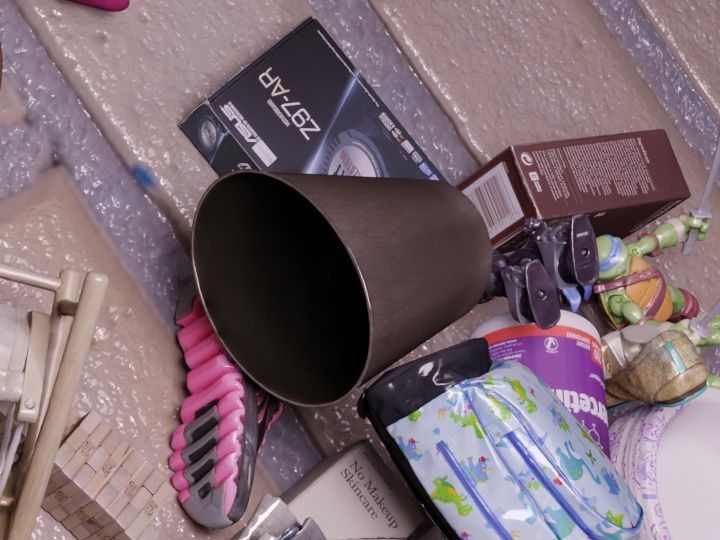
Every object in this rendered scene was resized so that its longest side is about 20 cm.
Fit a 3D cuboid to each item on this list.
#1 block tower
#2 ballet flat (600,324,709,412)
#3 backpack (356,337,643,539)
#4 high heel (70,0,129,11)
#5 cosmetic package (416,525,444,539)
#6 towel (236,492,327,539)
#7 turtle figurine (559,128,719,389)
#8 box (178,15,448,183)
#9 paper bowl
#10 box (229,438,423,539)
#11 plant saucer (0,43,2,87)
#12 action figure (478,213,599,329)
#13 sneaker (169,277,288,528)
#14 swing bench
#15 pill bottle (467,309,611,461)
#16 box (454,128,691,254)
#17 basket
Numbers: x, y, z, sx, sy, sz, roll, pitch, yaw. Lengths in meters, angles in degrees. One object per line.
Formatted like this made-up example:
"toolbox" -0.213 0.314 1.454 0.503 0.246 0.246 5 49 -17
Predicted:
"block tower" -0.214 0.111 1.290 0.200 0.054 0.058 47 48 -9
"ballet flat" 0.224 0.078 1.555 0.070 0.200 0.071 1 84 -13
"backpack" 0.103 0.144 1.319 0.163 0.153 0.202 2 67 -79
"high heel" -0.270 -0.218 1.439 0.199 0.067 0.097 26 81 -29
"cosmetic package" 0.107 0.283 1.388 0.200 0.090 0.107 48 12 -20
"towel" -0.060 0.271 1.243 0.201 0.034 0.193 -61 142 -24
"turtle figurine" 0.287 0.024 1.636 0.194 0.199 0.144 52 7 -46
"box" -0.030 -0.088 1.548 0.200 0.043 0.160 51 47 -5
"paper bowl" 0.271 0.205 1.579 0.199 0.104 0.202 19 58 -32
"box" -0.048 0.209 1.356 0.082 0.068 0.200 53 47 -2
"plant saucer" -0.339 -0.159 1.320 0.199 0.037 0.202 7 75 -28
"action figure" 0.114 -0.002 1.519 0.129 0.200 0.070 -28 102 -23
"sneaker" -0.084 0.097 1.395 0.095 0.079 0.202 26 53 -39
"swing bench" -0.281 0.074 1.171 0.197 0.130 0.202 15 86 -16
"pill bottle" 0.143 0.139 1.513 0.112 0.112 0.202 16 58 -31
"box" 0.183 -0.066 1.665 0.199 0.100 0.075 -11 74 -40
"basket" 0.000 0.000 1.390 0.199 0.136 0.181 -12 62 -54
